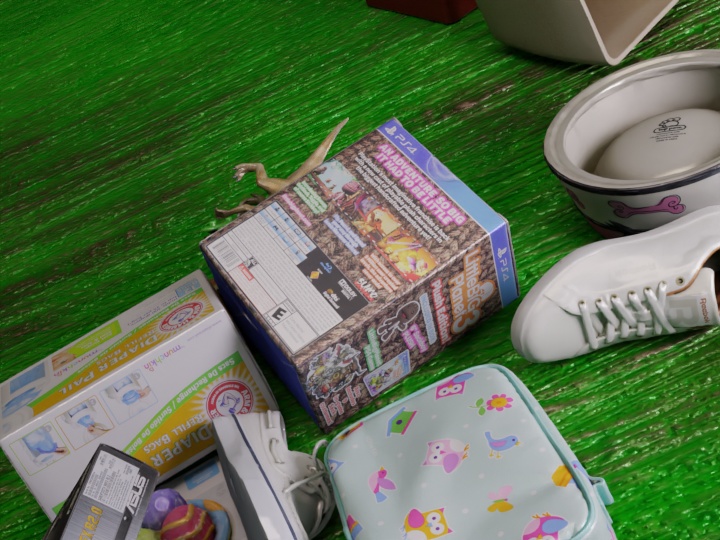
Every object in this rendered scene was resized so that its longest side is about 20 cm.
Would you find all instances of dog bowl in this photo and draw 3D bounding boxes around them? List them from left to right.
[{"bbox_3d":[0.256,-0.099,0.985,0.198,0.074,0.201,-19,33,12],"label":"dog bowl"}]

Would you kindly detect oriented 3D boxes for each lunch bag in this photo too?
[{"bbox_3d":[0.071,0.154,0.751,0.159,0.078,0.200,-25,32,-2],"label":"lunch bag"}]

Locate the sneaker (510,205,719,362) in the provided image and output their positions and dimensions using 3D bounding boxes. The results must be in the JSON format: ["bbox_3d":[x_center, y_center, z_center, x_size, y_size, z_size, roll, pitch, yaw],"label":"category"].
[{"bbox_3d":[0.205,0.017,0.855,0.198,0.073,0.085,-27,30,-4],"label":"sneaker"}]

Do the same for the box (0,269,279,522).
[{"bbox_3d":[-0.181,0.103,0.961,0.199,0.102,0.112,-31,24,-8],"label":"box"}]

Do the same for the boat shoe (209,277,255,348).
[{"bbox_3d":[-0.133,0.038,1.060,0.199,0.076,0.074,-29,29,-7],"label":"boat shoe"}]

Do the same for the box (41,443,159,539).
[{"bbox_3d":[-0.205,0.236,0.771,0.159,0.048,0.201,-52,15,37],"label":"box"}]

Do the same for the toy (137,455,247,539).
[{"bbox_3d":[-0.136,0.201,0.853,0.114,0.048,0.200,-28,33,-7],"label":"toy"}]

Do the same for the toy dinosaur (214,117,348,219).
[{"bbox_3d":[-0.082,-0.074,1.217,0.100,0.059,0.201,12,54,24],"label":"toy dinosaur"}]

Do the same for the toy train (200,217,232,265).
[{"bbox_3d":[-0.077,-0.035,1.077,0.056,0.042,0.200,-8,5,24],"label":"toy train"}]

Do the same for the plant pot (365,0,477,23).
[{"bbox_3d":[0.101,-0.450,1.493,0.199,0.177,0.199,-37,33,-18],"label":"plant pot"}]

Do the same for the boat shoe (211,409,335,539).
[{"bbox_3d":[-0.047,0.154,0.847,0.085,0.075,0.202,-14,19,-13],"label":"boat shoe"}]

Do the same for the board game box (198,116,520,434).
[{"bbox_3d":[0.000,0.000,0.959,0.199,0.097,0.160,-33,51,-12],"label":"board game box"}]

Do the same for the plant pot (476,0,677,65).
[{"bbox_3d":[0.211,-0.342,1.251,0.200,0.201,0.176,-44,26,-28],"label":"plant pot"}]
